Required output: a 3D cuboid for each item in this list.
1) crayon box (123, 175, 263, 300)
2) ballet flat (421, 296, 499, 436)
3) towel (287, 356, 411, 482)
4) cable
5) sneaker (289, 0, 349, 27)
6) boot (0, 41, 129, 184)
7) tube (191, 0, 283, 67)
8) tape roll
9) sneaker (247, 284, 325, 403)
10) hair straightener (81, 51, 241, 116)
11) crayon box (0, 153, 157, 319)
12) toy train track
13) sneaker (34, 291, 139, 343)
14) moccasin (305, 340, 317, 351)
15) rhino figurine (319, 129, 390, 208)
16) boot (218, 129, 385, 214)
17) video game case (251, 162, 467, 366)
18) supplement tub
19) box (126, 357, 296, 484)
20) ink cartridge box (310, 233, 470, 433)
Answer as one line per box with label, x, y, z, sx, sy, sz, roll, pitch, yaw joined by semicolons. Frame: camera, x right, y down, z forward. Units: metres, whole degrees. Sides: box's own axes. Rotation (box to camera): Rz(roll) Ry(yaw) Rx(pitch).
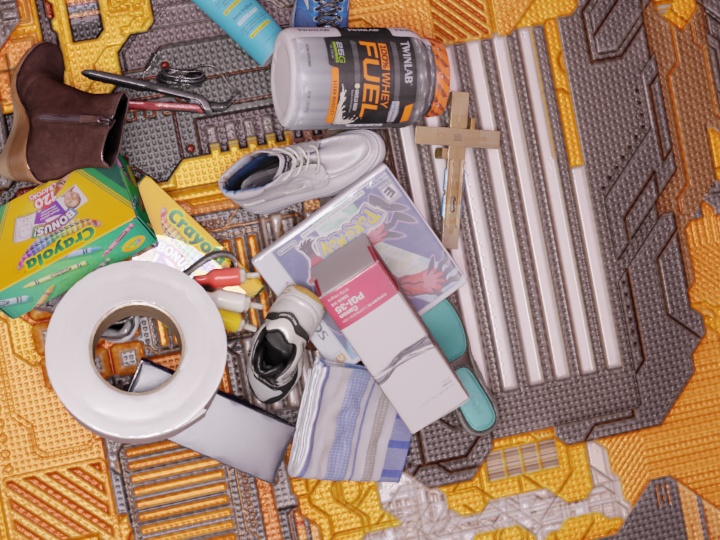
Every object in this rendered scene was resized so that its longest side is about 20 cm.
crayon box;-0.231;-0.005;1.599;0.200;0.058;0.119;43;84;-5
ballet flat;0.114;0.117;1.651;0.067;0.064;0.200;-25;97;-5
towel;-0.002;0.189;1.598;0.200;0.024;0.147;14;90;-46
cable;-0.214;0.023;1.527;0.199;0.050;0.097;2;92;-21
sneaker;-0.049;-0.342;1.621;0.078;0.089;0.201;-4;92;-8
boot;-0.337;-0.193;1.533;0.166;0.072;0.200;-6;62;27
tube;-0.174;-0.343;1.628;0.200;0.050;0.077;45;71;-1
tape roll;-0.250;0.093;1.459;0.202;0.071;0.203;2;77;-9
sneaker;-0.108;0.104;1.561;0.076;0.200;0.088;28;46;7
hair straightener;-0.247;-0.235;1.615;0.199;0.041;0.077;3;89;-8
crayon box;-0.348;-0.044;1.520;0.200;0.058;0.119;-28;55;4
toy train track;0.117;-0.129;1.674;0.114;0.033;0.201;3;95;-15
sneaker;-0.358;0.026;1.559;0.200;0.115;0.075;24;86;-8
moccasin;0.014;0.040;1.631;0.201;0.078;0.074;-18;90;-8
rhino figurine;-0.007;-0.143;1.639;0.087;0.060;0.201;2;86;2
boot;-0.072;-0.122;1.576;0.200;0.096;0.074;-23;77;16
video game case;0.000;0.000;1.575;0.200;0.023;0.182;-36;105;0
supplement tub;0.000;-0.232;1.570;0.199;0.123;0.123;-4;90;-17
box;-0.188;0.179;1.570;0.200;0.141;0.079;25;87;-8
ink cartridge box;0.032;0.072;1.510;0.083;0.147;0.200;-33;105;2
